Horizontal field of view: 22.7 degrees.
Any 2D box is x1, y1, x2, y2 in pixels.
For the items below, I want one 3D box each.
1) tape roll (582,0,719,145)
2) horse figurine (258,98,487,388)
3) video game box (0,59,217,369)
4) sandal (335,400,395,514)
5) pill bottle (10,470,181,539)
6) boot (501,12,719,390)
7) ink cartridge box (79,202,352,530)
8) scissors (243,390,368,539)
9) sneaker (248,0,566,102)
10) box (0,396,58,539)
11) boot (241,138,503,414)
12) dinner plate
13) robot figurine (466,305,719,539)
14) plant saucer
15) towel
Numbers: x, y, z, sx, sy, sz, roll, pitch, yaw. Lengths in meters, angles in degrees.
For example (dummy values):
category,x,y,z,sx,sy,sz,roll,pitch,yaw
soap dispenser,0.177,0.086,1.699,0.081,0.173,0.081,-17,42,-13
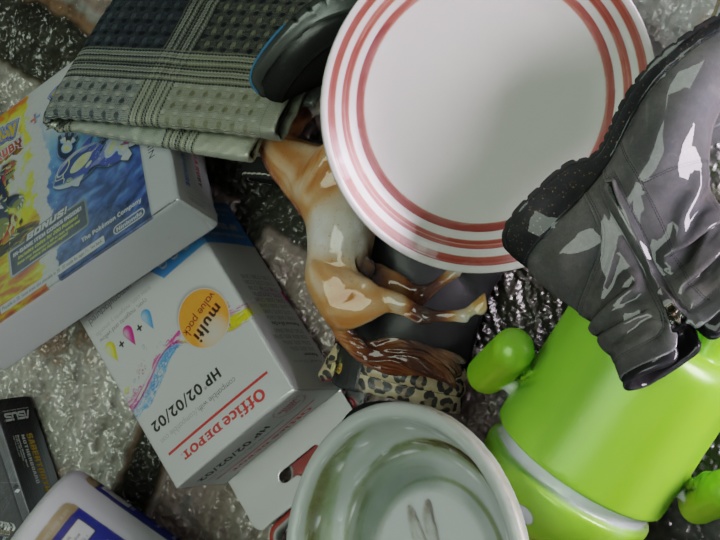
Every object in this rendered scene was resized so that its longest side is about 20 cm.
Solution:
category,x,y,z,sx,sy,sz,roll,pitch,yaw
tape roll,0.176,-0.171,1.086,0.199,0.066,0.201,1,92,25
horse figurine,0.007,-0.022,1.098,0.132,0.050,0.201,-12,82,14
video game box,-0.195,-0.058,1.228,0.200,0.047,0.183,-33,46,22
sandal,0.003,0.167,1.171,0.075,0.048,0.201,10,117,-10
pill bottle,-0.144,0.236,1.198,0.200,0.120,0.120,34,105,4
boot,0.187,-0.038,0.995,0.200,0.070,0.132,-49,64,12
ink cartridge box,-0.096,0.065,1.207,0.115,0.068,0.200,-40,71,20
scissors,-0.007,0.106,1.204,0.073,0.014,0.200,47,106,25
sneaker,0.030,-0.142,1.055,0.199,0.073,0.082,-27,91,2
box,-0.308,0.200,1.325,0.199,0.048,0.159,-24,82,23
boot,0.000,0.000,1.163,0.199,0.073,0.151,14,91,17
dinner plate,0.074,-0.097,1.038,0.199,0.024,0.201,-3,106,-11
robot figurine,0.150,0.087,1.073,0.175,0.116,0.200,32,104,0
plant saucer,0.037,0.179,1.071,0.200,0.050,0.201,-4,84,46
towel,-0.089,-0.158,1.170,0.199,0.035,0.193,7,59,34
